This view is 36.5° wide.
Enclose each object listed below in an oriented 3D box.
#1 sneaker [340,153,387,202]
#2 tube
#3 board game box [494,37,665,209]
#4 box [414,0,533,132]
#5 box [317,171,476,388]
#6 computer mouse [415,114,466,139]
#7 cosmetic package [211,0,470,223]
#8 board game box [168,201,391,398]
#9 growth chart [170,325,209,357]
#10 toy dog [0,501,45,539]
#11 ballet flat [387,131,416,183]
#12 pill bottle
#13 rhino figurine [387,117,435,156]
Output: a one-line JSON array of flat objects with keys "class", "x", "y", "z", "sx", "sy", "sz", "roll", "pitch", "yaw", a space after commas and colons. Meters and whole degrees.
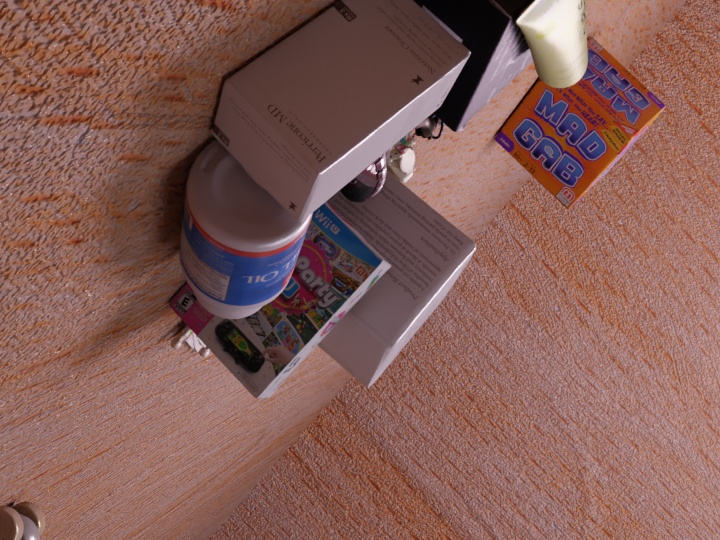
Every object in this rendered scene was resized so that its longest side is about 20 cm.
[{"class": "sneaker", "x": -0.029, "y": -0.122, "z": 1.133, "sx": 0.115, "sy": 0.076, "sz": 0.201, "roll": -36, "pitch": 157, "yaw": -26}, {"class": "tube", "x": 0.168, "y": -0.208, "z": 0.938, "sx": 0.200, "sy": 0.051, "sz": 0.059, "roll": 32, "pitch": 61, "yaw": -75}, {"class": "board game box", "x": 0.420, "y": -0.282, "z": 2.087, "sx": 0.200, "sy": 0.200, "sz": 0.200, "roll": -37, "pitch": 169, "yaw": -48}, {"class": "box", "x": 0.131, "y": -0.271, "z": 1.026, "sx": 0.197, "sy": 0.124, "sz": 0.200, "roll": -45, "pitch": 171, "yaw": -22}, {"class": "box", "x": 0.000, "y": 0.000, "z": 1.329, "sx": 0.172, "sy": 0.198, "sz": 0.200, "roll": -48, "pitch": 172, "yaw": -21}, {"class": "computer mouse", "x": 0.111, "y": -0.217, "z": 1.393, "sx": 0.200, "sy": 0.043, "sz": 0.111, "roll": -13, "pitch": 120, "yaw": -77}, {"class": "cosmetic package", "x": -0.016, "y": -0.147, "z": 0.913, "sx": 0.200, "sy": 0.113, "sz": 0.081, "roll": -43, "pitch": 172, "yaw": -33}, {"class": "board game box", "x": -0.087, "y": 0.015, "z": 1.181, "sx": 0.200, "sy": 0.147, "sz": 0.064, "roll": -47, "pitch": 169, "yaw": 4}, {"class": "growth chart", "x": -0.171, "y": 0.051, "z": 1.379, "sx": 0.145, "sy": 0.018, "sz": 0.200, "roll": -47, "pitch": 172, "yaw": -6}, {"class": "toy dog", "x": -0.427, "y": 0.357, "z": 1.260, "sx": 0.200, "sy": 0.096, "sz": 0.132, "roll": -50, "pitch": 170, "yaw": 22}, {"class": "ballet flat", "x": 0.038, "y": -0.139, "z": 1.362, "sx": 0.076, "sy": 0.064, "sz": 0.200, "roll": -46, "pitch": 172, "yaw": -4}, {"class": "pill bottle", "x": -0.108, "y": -0.031, "z": 0.993, "sx": 0.112, "sy": 0.112, "sz": 0.200, "roll": -42, "pitch": 171, "yaw": -24}, {"class": "rhino figurine", "x": 0.053, "y": -0.186, "z": 1.221, "sx": 0.200, "sy": 0.060, "sz": 0.087, "roll": -48, "pitch": 151, "yaw": 15}]
